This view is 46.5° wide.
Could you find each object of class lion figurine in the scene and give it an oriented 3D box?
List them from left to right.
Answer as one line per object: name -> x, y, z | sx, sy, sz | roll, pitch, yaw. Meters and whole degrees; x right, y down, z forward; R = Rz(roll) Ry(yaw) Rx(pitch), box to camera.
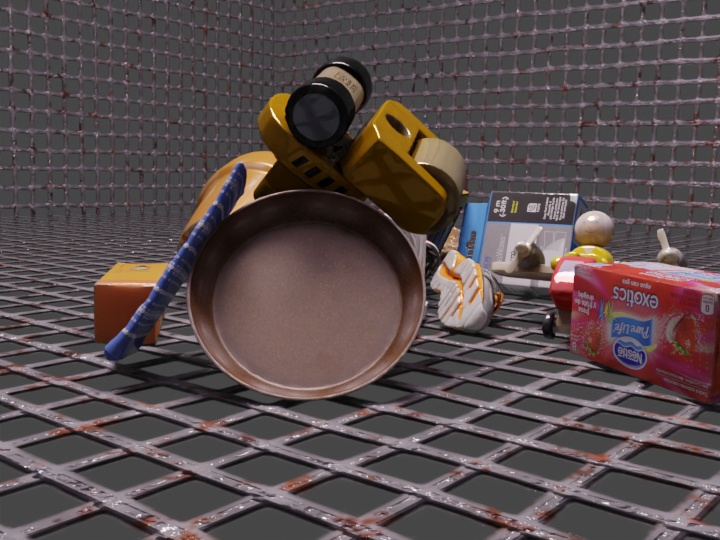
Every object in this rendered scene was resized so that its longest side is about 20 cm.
lion figurine -> 0.132, -0.044, 1.672 | 0.200, 0.073, 0.122 | -11, 13, 32

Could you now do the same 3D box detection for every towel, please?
towel -> -0.167, -0.006, 0.763 | 0.024, 0.200, 0.145 | 34, -7, -7

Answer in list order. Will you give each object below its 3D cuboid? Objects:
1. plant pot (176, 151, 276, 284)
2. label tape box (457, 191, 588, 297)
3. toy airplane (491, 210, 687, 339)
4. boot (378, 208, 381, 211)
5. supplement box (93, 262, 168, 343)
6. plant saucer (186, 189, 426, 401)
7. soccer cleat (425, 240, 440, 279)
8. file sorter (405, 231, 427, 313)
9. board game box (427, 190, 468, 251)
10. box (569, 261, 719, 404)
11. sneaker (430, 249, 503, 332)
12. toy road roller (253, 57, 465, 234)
plant pot -> -0.153, -0.044, 1.142 | 0.200, 0.200, 0.183 | 3, 22, 15
label tape box -> 0.226, -0.040, 1.255 | 0.200, 0.144, 0.063 | 5, -12, 30
toy airplane -> 0.277, 0.001, 0.975 | 0.200, 0.141, 0.199 | -1, 6, -13
boot -> 0.000, -0.051, 1.356 | 0.146, 0.070, 0.200 | -44, -26, 28
supplement box -> -0.254, 0.032, 0.943 | 0.066, 0.069, 0.200 | 1, 9, -9
plant saucer -> -0.045, 0.022, 0.713 | 0.200, 0.200, 0.034 | 1, -29, -1
soccer cleat -> 0.006, -0.001, 1.133 | 0.200, 0.068, 0.073 | -14, 13, -3
file sorter -> 0.000, 0.000, 0.952 | 0.139, 0.125, 0.200 | 4, 7, 10
board game box -> 0.091, -0.054, 1.272 | 0.057, 0.165, 0.200 | 27, 12, 12
box -> 0.291, 0.049, 0.771 | 0.100, 0.096, 0.200 | -2, 8, -21
sneaker -> 0.140, 0.030, 1.020 | 0.077, 0.078, 0.200 | 32, 15, -9
toy road roller -> -0.010, -0.096, 0.809 | 0.200, 0.146, 0.123 | 38, 27, -8
